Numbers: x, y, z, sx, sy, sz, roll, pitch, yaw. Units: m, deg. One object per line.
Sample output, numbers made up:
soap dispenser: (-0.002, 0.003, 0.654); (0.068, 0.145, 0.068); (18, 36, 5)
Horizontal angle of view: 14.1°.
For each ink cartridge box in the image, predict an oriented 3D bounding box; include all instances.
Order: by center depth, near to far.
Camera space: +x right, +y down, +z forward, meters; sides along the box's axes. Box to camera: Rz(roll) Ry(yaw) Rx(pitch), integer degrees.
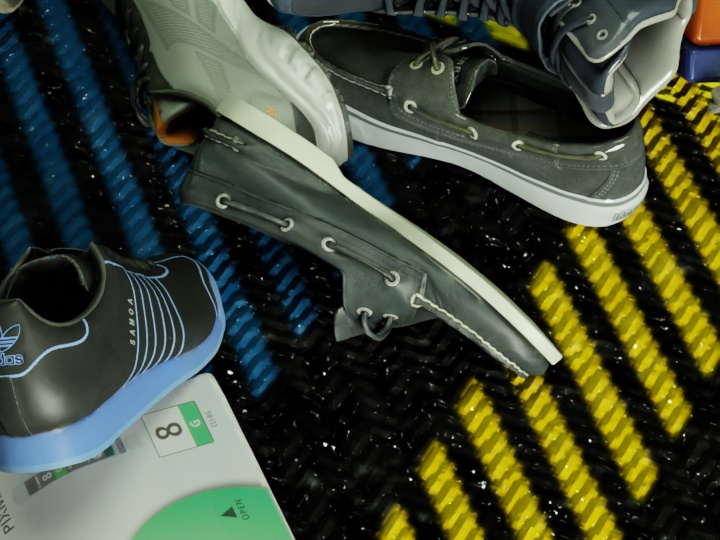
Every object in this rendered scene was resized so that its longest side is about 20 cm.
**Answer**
ink cartridge box: (-0.127, 0.138, 1.238); (0.200, 0.050, 0.161); (-14, 50, -18)

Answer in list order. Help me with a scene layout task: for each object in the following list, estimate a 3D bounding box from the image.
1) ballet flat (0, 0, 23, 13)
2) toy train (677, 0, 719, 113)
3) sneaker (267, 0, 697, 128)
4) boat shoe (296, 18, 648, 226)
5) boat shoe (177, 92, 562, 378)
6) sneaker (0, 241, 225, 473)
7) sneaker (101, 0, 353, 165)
ballet flat: (-0.201, -0.199, 1.540); (0.062, 0.067, 0.200); (-17, 41, 20)
toy train: (0.180, -0.146, 1.423); (0.084, 0.116, 0.200); (-5, 28, -20)
sneaker: (0.061, -0.127, 1.388); (0.202, 0.077, 0.146); (-18, 62, -1)
boat shoe: (0.054, -0.087, 1.440); (0.200, 0.057, 0.069); (24, 52, 17)
boat shoe: (0.000, 0.000, 1.353); (0.199, 0.075, 0.066); (37, 88, 2)
sneaker: (-0.114, 0.017, 1.279); (0.070, 0.078, 0.200); (-5, 18, 17)
sneaker: (-0.089, -0.110, 1.447); (0.079, 0.074, 0.200); (-32, 56, -21)
